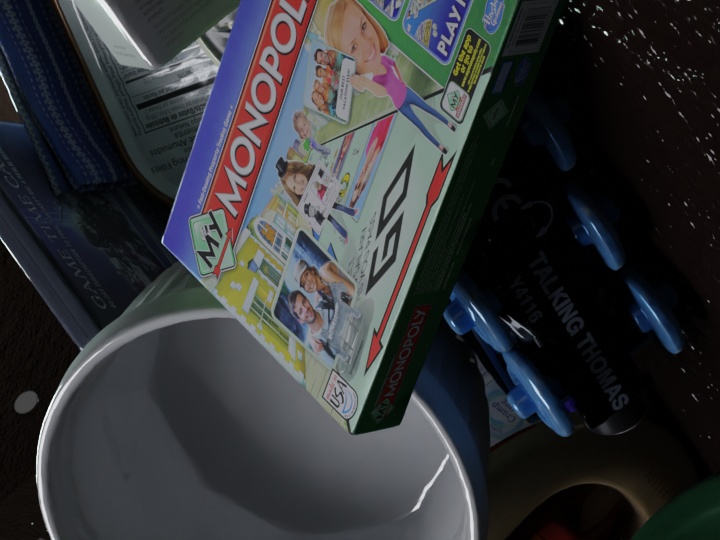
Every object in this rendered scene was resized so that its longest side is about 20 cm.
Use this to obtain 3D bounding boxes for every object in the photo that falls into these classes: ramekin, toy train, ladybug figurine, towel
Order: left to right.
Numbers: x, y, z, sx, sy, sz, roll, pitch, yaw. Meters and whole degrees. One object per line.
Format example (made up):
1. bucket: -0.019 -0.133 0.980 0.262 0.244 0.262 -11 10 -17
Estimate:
1. towel: -0.127 -0.112 1.410 0.145 0.024 0.200 65 -156 5
2. ramekin: -0.035 0.078 1.222 0.200 0.200 0.105 53 -153 -16
3. toy train: 0.058 -0.017 1.136 0.200 0.087 0.114 56 175 -32
4. ladybug figurine: 0.075 0.146 1.327 0.136 0.200 0.072 50 173 -29

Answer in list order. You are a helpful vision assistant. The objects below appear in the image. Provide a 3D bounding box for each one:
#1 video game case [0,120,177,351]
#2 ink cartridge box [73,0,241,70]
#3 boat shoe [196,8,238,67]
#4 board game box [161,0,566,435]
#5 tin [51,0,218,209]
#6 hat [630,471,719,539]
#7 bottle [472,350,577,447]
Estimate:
1. video game case: -0.112 -0.016 1.370 0.143 0.019 0.200 52 -156 22
2. ink cartridge box: -0.106 -0.195 1.111 0.200 0.115 0.068 54 170 -17
3. boat shoe: -0.053 -0.139 1.215 0.200 0.072 0.068 53 175 -1
4. board game box: -0.003 -0.056 1.055 0.135 0.029 0.201 43 127 34
5. tin: -0.091 -0.118 1.322 0.112 0.042 0.201 -15 104 42
6. hat: 0.206 0.197 1.119 0.176 0.165 0.200 40 -160 -45
7. bottle: 0.036 0.114 1.380 0.084 0.200 0.065 52 170 -14
